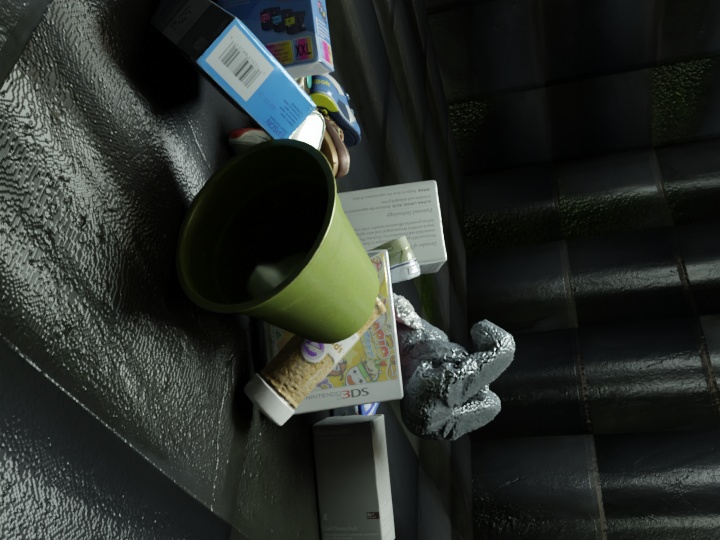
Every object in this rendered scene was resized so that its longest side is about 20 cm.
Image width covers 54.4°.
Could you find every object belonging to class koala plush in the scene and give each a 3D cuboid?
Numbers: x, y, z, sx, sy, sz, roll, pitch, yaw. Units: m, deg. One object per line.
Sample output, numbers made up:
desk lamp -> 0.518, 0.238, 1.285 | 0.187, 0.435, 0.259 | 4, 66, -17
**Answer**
koala plush -> 0.096, 0.136, 1.052 | 0.200, 0.182, 0.180 | 44, -40, 39

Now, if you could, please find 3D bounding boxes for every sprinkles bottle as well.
sprinkles bottle -> -0.057, 0.099, 0.884 | 0.200, 0.068, 0.068 | -47, 149, -9

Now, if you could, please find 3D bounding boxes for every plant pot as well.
plant pot -> -0.070, -0.010, 0.788 | 0.190, 0.197, 0.203 | 44, 41, -51

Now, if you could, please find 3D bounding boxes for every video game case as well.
video game case -> -0.041, 0.082, 0.941 | 0.023, 0.178, 0.204 | 165, -82, -80

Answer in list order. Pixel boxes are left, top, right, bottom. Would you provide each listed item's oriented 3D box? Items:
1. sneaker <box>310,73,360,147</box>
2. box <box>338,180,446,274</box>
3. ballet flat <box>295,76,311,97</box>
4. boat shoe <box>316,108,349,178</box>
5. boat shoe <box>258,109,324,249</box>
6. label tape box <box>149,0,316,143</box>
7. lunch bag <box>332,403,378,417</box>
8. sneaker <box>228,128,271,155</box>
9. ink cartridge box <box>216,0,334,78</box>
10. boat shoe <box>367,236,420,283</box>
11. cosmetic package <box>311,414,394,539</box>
sneaker -> -0.048, -0.297, 1.301 | 0.200, 0.073, 0.084 | 54, 31, -64
box -> 0.035, -0.056, 1.188 | 0.199, 0.196, 0.133 | 75, 7, -85
ballet flat -> -0.105, -0.280, 1.105 | 0.067, 0.061, 0.204 | -45, 134, -84
boat shoe -> -0.060, -0.193, 0.991 | 0.200, 0.069, 0.071 | 52, -43, 41
boat shoe -> -0.091, -0.114, 0.885 | 0.074, 0.068, 0.203 | 27, 85, -40
label tape box -> -0.155, -0.239, 0.781 | 0.200, 0.063, 0.144 | 44, 2, 42
lunch bag -> 0.000, 0.190, 1.271 | 0.200, 0.074, 0.163 | -43, 127, -71
sneaker -> -0.114, -0.114, 0.954 | 0.201, 0.077, 0.083 | 52, 51, -42
ink cartridge box -> -0.119, -0.361, 0.934 | 0.076, 0.134, 0.204 | -14, 97, -78
boat shoe -> 0.000, 0.000, 1.036 | 0.072, 0.198, 0.063 | -11, 86, -57
cosmetic package -> -0.010, 0.335, 1.108 | 0.090, 0.105, 0.204 | -1, 83, -74
